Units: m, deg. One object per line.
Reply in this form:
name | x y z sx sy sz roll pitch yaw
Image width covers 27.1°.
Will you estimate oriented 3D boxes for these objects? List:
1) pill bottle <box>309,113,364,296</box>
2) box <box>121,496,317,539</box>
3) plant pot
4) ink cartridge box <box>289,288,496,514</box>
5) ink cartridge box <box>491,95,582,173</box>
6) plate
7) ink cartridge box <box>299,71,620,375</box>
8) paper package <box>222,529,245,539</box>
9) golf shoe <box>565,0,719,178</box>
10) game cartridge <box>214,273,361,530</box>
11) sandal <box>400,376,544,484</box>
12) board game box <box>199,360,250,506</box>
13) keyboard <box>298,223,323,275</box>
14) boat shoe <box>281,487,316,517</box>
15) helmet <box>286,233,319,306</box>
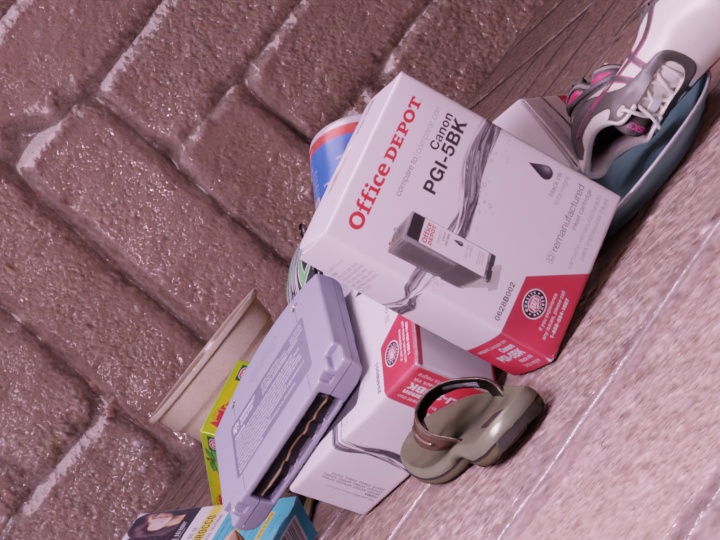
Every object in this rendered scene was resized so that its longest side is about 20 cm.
pill bottle | 0.016 -0.035 1.394 0.112 0.111 0.202 -44 48 52
box | -0.145 0.269 1.434 0.198 0.050 0.082 -12 27 31
plant pot | -0.120 0.158 1.785 0.201 0.183 0.200 -50 4 5
ink cartridge box | 0.020 0.090 1.262 0.200 0.083 0.146 -49 32 38
ink cartridge box | 0.141 -0.084 1.373 0.145 0.085 0.200 -41 -7 18
plate | 0.230 -0.083 1.245 0.201 0.025 0.200 -51 6 7
ink cartridge box | 0.074 -0.034 1.132 0.148 0.198 0.083 -65 9 -16
paper package | -0.144 0.332 1.167 0.200 0.103 0.191 -48 6 43
golf shoe | 0.240 -0.151 1.198 0.200 0.076 0.089 -49 24 47
game cartridge | -0.065 0.108 1.282 0.201 0.040 0.134 -57 31 27
sandal | 0.073 0.105 1.091 0.080 0.057 0.201 -52 5 -21
board game box | -0.120 0.204 1.597 0.202 0.047 0.102 87 -158 -44
keyboard | 0.000 0.000 1.448 0.103 0.202 0.040 -12 -23 0
boat shoe | -0.086 0.240 1.541 0.073 0.065 0.200 -47 7 25
helmet | 0.015 0.029 1.556 0.190 0.201 0.200 -33 -5 -31
